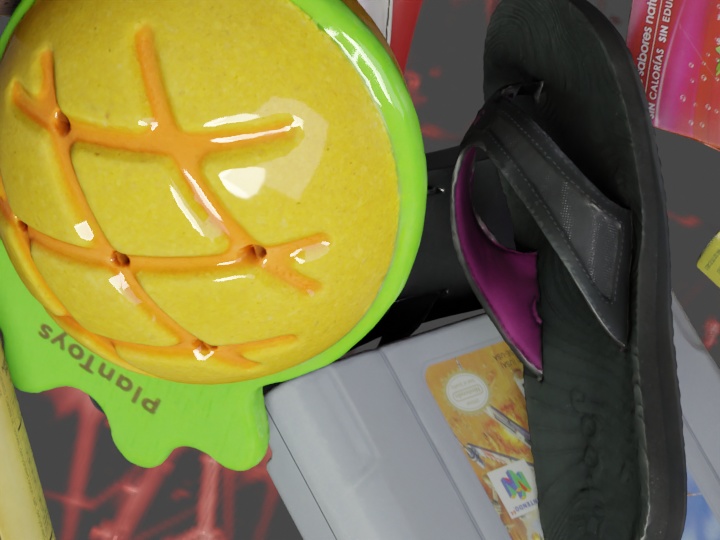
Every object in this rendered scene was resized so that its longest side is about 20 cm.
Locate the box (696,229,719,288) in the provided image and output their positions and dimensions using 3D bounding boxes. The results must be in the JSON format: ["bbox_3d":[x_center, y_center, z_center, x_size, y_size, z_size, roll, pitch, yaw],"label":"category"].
[{"bbox_3d":[0.218,0.040,0.959,0.075,0.050,0.200,-41,82,-9],"label":"box"}]

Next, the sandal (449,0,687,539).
[{"bbox_3d":[0.062,-0.002,0.842,0.048,0.075,0.201,5,67,-32],"label":"sandal"}]

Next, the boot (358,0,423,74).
[{"bbox_3d":[0.037,-0.119,0.843,0.144,0.072,0.201,-5,109,-32],"label":"boot"}]

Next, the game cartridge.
[{"bbox_3d":[0.067,0.076,0.887,0.199,0.133,0.042,-16,158,-45],"label":"game cartridge"}]

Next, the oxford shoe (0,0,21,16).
[{"bbox_3d":[-0.111,-0.102,0.753,0.199,0.072,0.072,2,109,-33],"label":"oxford shoe"}]

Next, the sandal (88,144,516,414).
[{"bbox_3d":[0.000,-0.001,0.885,0.199,0.043,0.076,-21,120,-23],"label":"sandal"}]

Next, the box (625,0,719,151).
[{"bbox_3d":[0.160,-0.140,0.874,0.100,0.095,0.201,-21,124,-54],"label":"box"}]

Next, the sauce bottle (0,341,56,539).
[{"bbox_3d":[-0.126,0.096,0.835,0.066,0.066,0.201,-22,120,-23],"label":"sauce bottle"}]

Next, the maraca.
[{"bbox_3d":[-0.054,-0.017,0.778,0.107,0.137,0.200,-49,171,-47],"label":"maraca"}]
